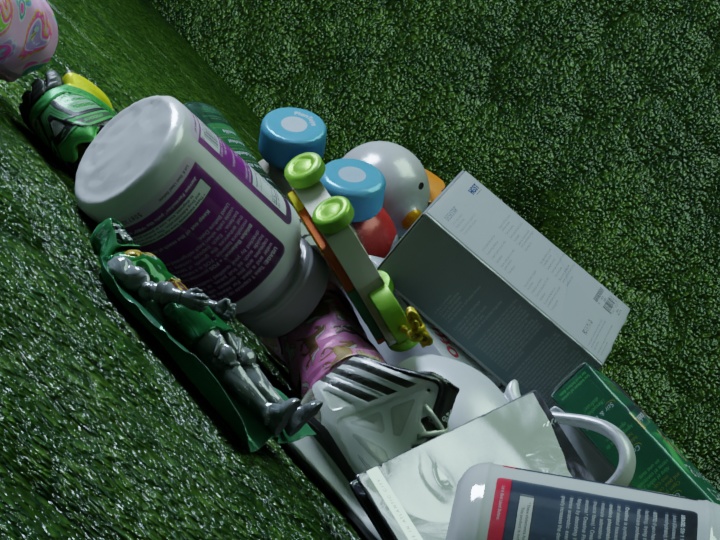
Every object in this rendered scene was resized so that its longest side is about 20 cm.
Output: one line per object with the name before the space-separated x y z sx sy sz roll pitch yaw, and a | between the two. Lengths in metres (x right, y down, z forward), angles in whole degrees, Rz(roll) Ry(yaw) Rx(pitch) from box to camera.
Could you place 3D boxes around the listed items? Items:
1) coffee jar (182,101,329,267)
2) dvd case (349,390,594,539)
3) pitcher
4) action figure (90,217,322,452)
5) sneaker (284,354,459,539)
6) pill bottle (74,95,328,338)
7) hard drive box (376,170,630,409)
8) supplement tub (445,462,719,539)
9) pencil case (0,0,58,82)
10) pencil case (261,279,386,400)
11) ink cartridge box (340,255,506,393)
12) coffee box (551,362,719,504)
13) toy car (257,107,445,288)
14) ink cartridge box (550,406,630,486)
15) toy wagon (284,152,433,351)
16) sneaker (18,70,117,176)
coffee jar | -0.112 -0.050 1.728 0.200 0.104 0.085 46 14 21
dvd case | 0.098 0.173 1.331 0.200 0.016 0.149 -20 74 -45
pitcher | 0.106 0.144 1.546 0.200 0.172 0.121 49 0 36
action figure | -0.113 0.036 1.314 0.200 0.055 0.118 42 6 17
sneaker | 0.044 0.140 1.370 0.201 0.115 0.076 46 5 10
pill bottle | -0.117 -0.035 1.512 0.200 0.112 0.112 43 5 -34
hard drive box | 0.127 0.018 1.710 0.200 0.077 0.156 41 23 2
supplement tub | 0.146 0.197 1.158 0.200 0.141 0.140 10 1 6
pencil case | -0.301 -0.196 1.505 0.087 0.087 0.200 46 5 7
pencil case | -0.025 0.073 1.562 0.087 0.083 0.200 43 4 -24
ink cartridge box | 0.080 0.074 1.748 0.200 0.084 0.145 12 35 -49
coffee box | 0.246 0.166 1.582 0.200 0.044 0.123 49 7 23
toy car | 0.011 -0.058 1.836 0.177 0.200 0.185 43 -41 36
ink cartridge box | 0.183 0.225 1.679 0.145 0.145 0.200 47 4 20
toy wagon | 0.000 0.000 1.552 0.155 0.040 0.200 59 -1 -39
sneaker | -0.194 -0.085 1.599 0.200 0.078 0.085 26 25 -49
